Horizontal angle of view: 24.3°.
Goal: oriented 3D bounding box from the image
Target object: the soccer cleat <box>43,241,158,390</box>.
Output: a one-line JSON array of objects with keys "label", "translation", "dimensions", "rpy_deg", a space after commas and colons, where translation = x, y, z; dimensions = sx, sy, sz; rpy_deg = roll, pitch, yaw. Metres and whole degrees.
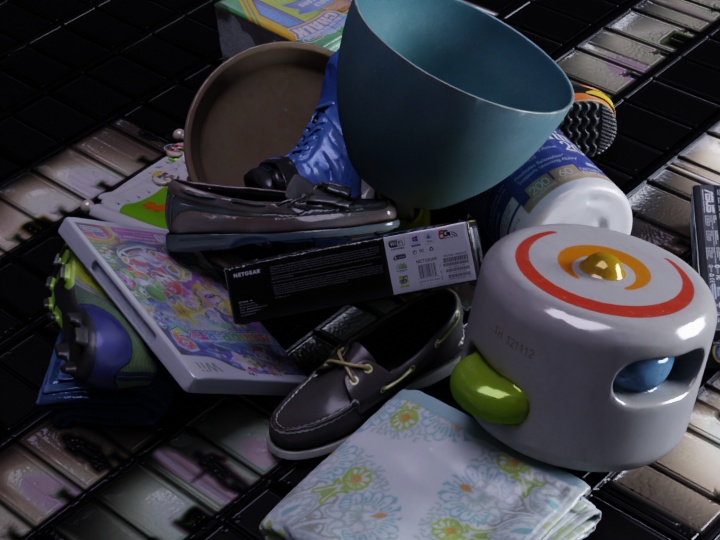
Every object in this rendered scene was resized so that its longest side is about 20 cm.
[{"label": "soccer cleat", "translation": [-0.210, 0.032, 1.372], "dimensions": [0.083, 0.065, 0.200], "rpy_deg": [14, 28, -24]}]

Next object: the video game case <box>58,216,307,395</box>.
[{"label": "video game case", "translation": [-0.144, 0.030, 1.365], "dimensions": [0.143, 0.018, 0.200], "rpy_deg": [8, 33, -52]}]

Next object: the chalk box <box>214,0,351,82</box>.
[{"label": "chalk box", "translation": [-0.030, -0.207, 1.659], "dimensions": [0.124, 0.125, 0.200], "rpy_deg": [-34, 47, -31]}]

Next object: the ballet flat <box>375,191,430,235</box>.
[{"label": "ballet flat", "translation": [0.039, -0.119, 1.504], "dimensions": [0.066, 0.067, 0.201], "rpy_deg": [-1, 77, 5]}]

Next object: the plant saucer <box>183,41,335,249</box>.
[{"label": "plant saucer", "translation": [-0.064, -0.112, 1.537], "dimensions": [0.199, 0.029, 0.201], "rpy_deg": [2, 78, -9]}]

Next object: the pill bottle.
[{"label": "pill bottle", "translation": [0.145, -0.078, 1.483], "dimensions": [0.110, 0.111, 0.200], "rpy_deg": [-19, 40, -16]}]

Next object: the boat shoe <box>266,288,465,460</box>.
[{"label": "boat shoe", "translation": [0.004, 0.080, 1.344], "dimensions": [0.201, 0.061, 0.072], "rpy_deg": [-31, 46, -29]}]

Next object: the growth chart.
[{"label": "growth chart", "translation": [-0.166, -0.078, 1.580], "dimensions": [0.144, 0.018, 0.200], "rpy_deg": [14, 32, 23]}]

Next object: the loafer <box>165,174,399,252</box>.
[{"label": "loafer", "translation": [-0.068, -0.054, 1.398], "dimensions": [0.199, 0.063, 0.072], "rpy_deg": [-5, 5, 5]}]

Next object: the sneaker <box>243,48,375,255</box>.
[{"label": "sneaker", "translation": [-0.046, -0.104, 1.483], "dimensions": [0.111, 0.201, 0.077], "rpy_deg": [3, -6, -19]}]

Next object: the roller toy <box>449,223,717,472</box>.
[{"label": "roller toy", "translation": [0.172, 0.049, 1.270], "dimensions": [0.181, 0.141, 0.200], "rpy_deg": [14, 27, 7]}]

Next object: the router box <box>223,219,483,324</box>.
[{"label": "router box", "translation": [0.000, 0.000, 1.373], "dimensions": [0.199, 0.051, 0.149], "rpy_deg": [-11, 1, 7]}]

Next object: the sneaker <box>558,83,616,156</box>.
[{"label": "sneaker", "translation": [0.148, -0.147, 1.618], "dimensions": [0.199, 0.070, 0.090], "rpy_deg": [1, 23, 8]}]

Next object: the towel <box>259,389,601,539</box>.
[{"label": "towel", "translation": [0.052, 0.180, 1.225], "dimensions": [0.199, 0.048, 0.171], "rpy_deg": [25, 47, 34]}]

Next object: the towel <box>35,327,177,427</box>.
[{"label": "towel", "translation": [-0.201, 0.050, 1.419], "dimensions": [0.111, 0.049, 0.201], "rpy_deg": [-1, 38, 5]}]

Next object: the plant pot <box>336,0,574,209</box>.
[{"label": "plant pot", "translation": [0.059, -0.132, 1.393], "dimensions": [0.199, 0.135, 0.200], "rpy_deg": [21, 29, -12]}]

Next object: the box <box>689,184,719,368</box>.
[{"label": "box", "translation": [0.363, 0.002, 1.410], "dimensions": [0.159, 0.044, 0.201], "rpy_deg": [0, 39, 7]}]
